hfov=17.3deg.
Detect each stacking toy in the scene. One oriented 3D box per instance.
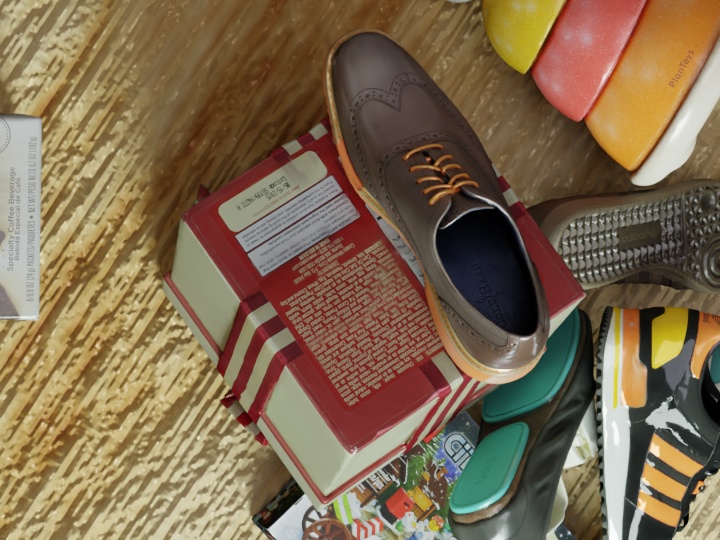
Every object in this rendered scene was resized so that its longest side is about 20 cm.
[{"bbox_3d":[0.124,-0.154,1.385,0.200,0.146,0.146,29,86,-1],"label":"stacking toy"}]

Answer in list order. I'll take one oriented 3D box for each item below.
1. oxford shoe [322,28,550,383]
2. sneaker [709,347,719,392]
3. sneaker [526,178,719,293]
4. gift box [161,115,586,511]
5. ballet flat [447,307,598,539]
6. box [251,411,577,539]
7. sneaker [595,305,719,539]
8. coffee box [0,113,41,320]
[{"bbox_3d":[0.044,-0.042,1.198,0.071,0.073,0.200,-27,80,-13],"label":"oxford shoe"},{"bbox_3d":[0.248,0.070,1.448,0.200,0.093,0.070,-19,101,-15],"label":"sneaker"},{"bbox_3d":[0.164,-0.024,1.431,0.200,0.076,0.070,0,97,-40],"label":"sneaker"},{"bbox_3d":[0.000,0.000,1.317,0.184,0.187,0.200,-29,79,-14],"label":"gift box"},{"bbox_3d":[0.100,0.103,1.383,0.068,0.068,0.200,56,38,-23],"label":"ballet flat"},{"bbox_3d":[0.050,0.175,1.424,0.137,0.038,0.200,-44,106,-9],"label":"box"},{"bbox_3d":[0.187,0.115,1.397,0.090,0.070,0.200,-2,112,10],"label":"sneaker"},{"bbox_3d":[-0.278,-0.031,1.276,0.200,0.080,0.113,0,95,-18],"label":"coffee box"}]
